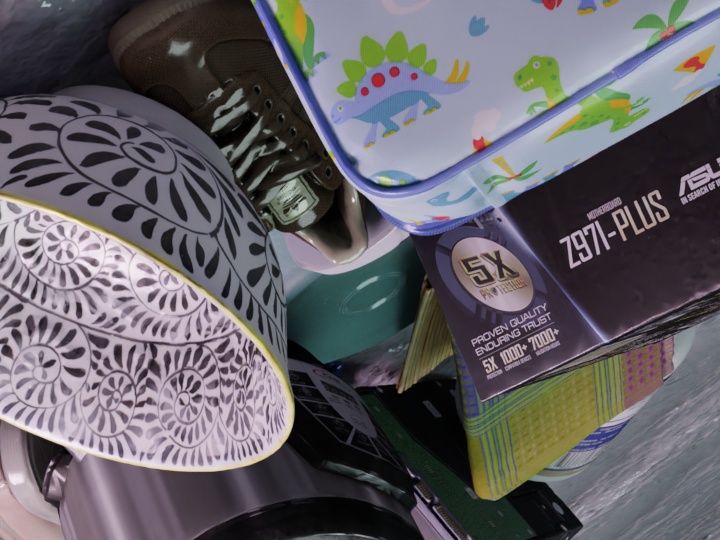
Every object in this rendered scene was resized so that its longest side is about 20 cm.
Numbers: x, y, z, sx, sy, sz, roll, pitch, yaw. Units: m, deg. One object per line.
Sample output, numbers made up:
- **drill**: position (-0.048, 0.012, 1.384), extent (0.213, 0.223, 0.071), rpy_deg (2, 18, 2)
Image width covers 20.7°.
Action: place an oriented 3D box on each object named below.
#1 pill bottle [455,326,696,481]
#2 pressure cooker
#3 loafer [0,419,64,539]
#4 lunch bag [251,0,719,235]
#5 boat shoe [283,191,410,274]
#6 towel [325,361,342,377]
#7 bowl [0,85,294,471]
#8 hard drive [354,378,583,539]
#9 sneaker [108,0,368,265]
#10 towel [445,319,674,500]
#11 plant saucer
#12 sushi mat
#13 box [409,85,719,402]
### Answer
- **pill bottle**: position (0.143, 0.040, 1.241), extent (0.110, 0.112, 0.200), rpy_deg (-16, 154, -31)
- **pressure cooker**: position (-0.068, 0.129, 1.018), extent (0.177, 0.201, 0.177), rpy_deg (-12, 128, -16)
- **loafer**: position (-0.183, 0.131, 1.108), extent (0.062, 0.073, 0.200), rpy_deg (-11, 153, 5)
- **lunch bag**: position (0.060, -0.123, 0.712), extent (0.199, 0.162, 0.082), rpy_deg (-30, 164, 8)
- **boat shoe**: position (0.047, -0.065, 0.936), extent (0.068, 0.074, 0.199), rpy_deg (17, 124, -47)
- **towel**: position (-0.073, 0.127, 1.281), extent (0.144, 0.024, 0.200), rpy_deg (-25, 158, -10)
- **bowl**: position (-0.105, -0.011, 0.791), extent (0.201, 0.199, 0.095), rpy_deg (106, 5, -61)
- **hard drive**: position (0.059, 0.134, 1.267), extent (0.038, 0.140, 0.200), rpy_deg (-46, 163, 15)
- **sneaker**: position (-0.037, -0.060, 0.839), extent (0.070, 0.076, 0.200), rpy_deg (-33, 159, 10)
- **towel**: position (0.110, 0.036, 1.086), extent (0.143, 0.023, 0.201), rpy_deg (-31, 140, -15)
- **plant saucer**: position (0.000, 0.000, 1.075), extent (0.198, 0.036, 0.200), rpy_deg (-26, 158, -11)
- **sushi mat**: position (0.064, 0.012, 1.117), extent (0.095, 0.012, 0.200), rpy_deg (-35, 166, -14)
- **box**: position (0.144, -0.024, 0.880), extent (0.163, 0.087, 0.199), rpy_deg (-29, 171, 30)
